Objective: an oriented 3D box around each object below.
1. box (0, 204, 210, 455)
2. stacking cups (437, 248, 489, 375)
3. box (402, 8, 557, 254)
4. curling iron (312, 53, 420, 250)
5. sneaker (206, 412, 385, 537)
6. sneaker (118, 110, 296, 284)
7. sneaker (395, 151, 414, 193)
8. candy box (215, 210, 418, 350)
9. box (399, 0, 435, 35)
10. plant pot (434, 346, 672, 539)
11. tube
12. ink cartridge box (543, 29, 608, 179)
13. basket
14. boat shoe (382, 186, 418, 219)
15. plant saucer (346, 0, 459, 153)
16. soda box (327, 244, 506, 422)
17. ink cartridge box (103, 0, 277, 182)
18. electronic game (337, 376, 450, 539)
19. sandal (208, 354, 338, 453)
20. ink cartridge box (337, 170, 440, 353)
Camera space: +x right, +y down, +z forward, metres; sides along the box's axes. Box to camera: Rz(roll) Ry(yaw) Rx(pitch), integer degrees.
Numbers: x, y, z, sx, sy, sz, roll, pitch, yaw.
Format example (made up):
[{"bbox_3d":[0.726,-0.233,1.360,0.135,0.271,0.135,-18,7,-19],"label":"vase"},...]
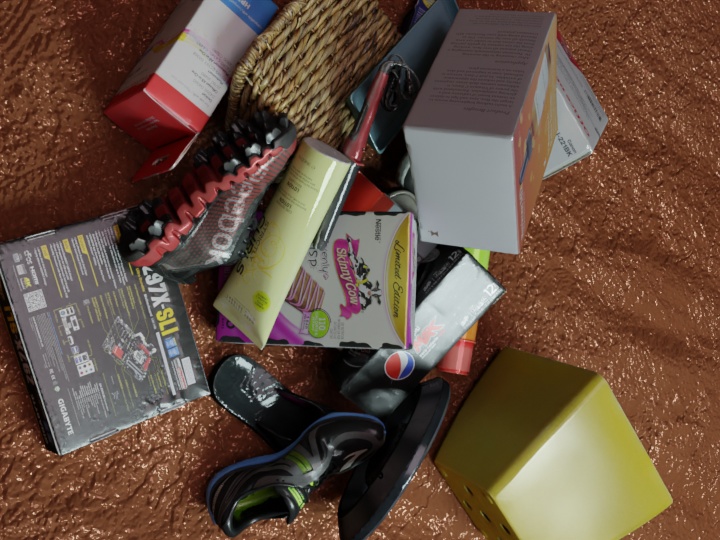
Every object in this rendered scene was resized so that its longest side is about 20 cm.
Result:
[{"bbox_3d":[-0.247,0.052,0.836,0.159,0.049,0.202,-21,99,-35],"label":"box"},{"bbox_3d":[0.130,0.026,1.078,0.060,0.060,0.202,12,81,-32],"label":"stacking cups"},{"bbox_3d":[0.129,-0.144,0.888,0.153,0.105,0.201,76,30,-46],"label":"box"},{"bbox_3d":[0.002,-0.110,0.842,0.049,0.026,0.201,22,97,-30],"label":"curling iron"},{"bbox_3d":[-0.060,0.213,0.894,0.198,0.083,0.071,-25,123,-5],"label":"sneaker"},{"bbox_3d":[-0.128,-0.062,0.823,0.200,0.071,0.098,-42,129,5],"label":"sneaker"},{"bbox_3d":[0.137,-0.123,1.063,0.199,0.088,0.076,-15,134,-31],"label":"sneaker"},{"bbox_3d":[-0.044,0.010,0.894,0.198,0.061,0.138,1,86,11],"label":"candy box"},{"bbox_3d":[0.094,-0.236,1.051,0.121,0.032,0.201,30,53,-18],"label":"box"},{"bbox_3d":[0.212,0.238,1.054,0.176,0.200,0.201,-39,109,-17],"label":"plant pot"},{"bbox_3d":[-0.076,-0.027,0.837,0.052,0.058,0.201,23,108,-19],"label":"tube"},{"bbox_3d":[0.226,-0.207,1.074,0.145,0.083,0.200,58,27,-6],"label":"ink cartridge box"},{"bbox_3d":[-0.064,-0.205,0.910,0.149,0.142,0.201,47,61,-28],"label":"basket"},{"bbox_3d":[0.068,-0.005,1.043,0.066,0.057,0.202,-18,103,-3],"label":"boat shoe"},{"bbox_3d":[0.052,-0.208,0.905,0.200,0.019,0.070,-53,127,-31],"label":"plant saucer"},{"bbox_3d":[0.058,0.063,0.945,0.071,0.063,0.200,40,95,-24],"label":"soda box"},{"bbox_3d":[-0.175,-0.189,0.854,0.067,0.116,0.201,38,68,-27],"label":"ink cartridge box"},{"bbox_3d":[0.035,0.200,0.932,0.041,0.200,0.201,32,69,-2],"label":"electronic game"},{"bbox_3d":[-0.075,0.162,0.943,0.200,0.048,0.076,36,69,-27],"label":"sandal"},{"bbox_3d":[0.000,0.000,0.963,0.163,0.057,0.200,-47,120,5],"label":"ink cartridge box"}]
